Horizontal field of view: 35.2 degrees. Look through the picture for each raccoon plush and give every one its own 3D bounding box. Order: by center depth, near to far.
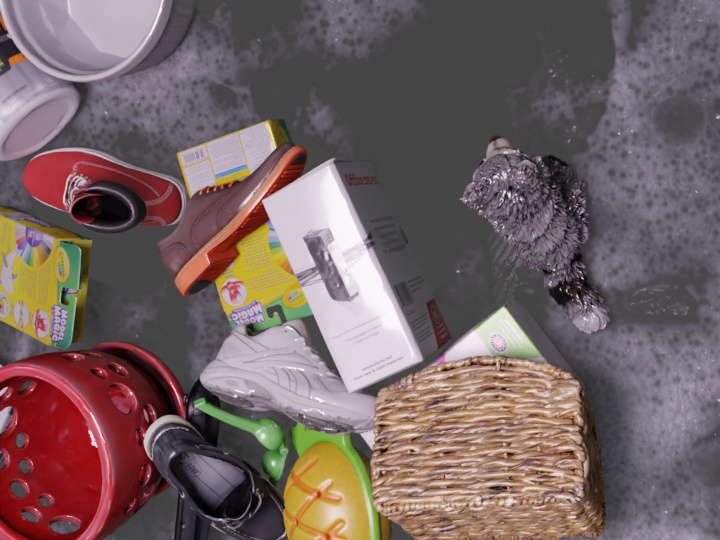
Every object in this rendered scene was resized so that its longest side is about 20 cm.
[{"bbox_3d":[0.173,-0.033,1.037,0.097,0.134,0.201,-41,83,18],"label":"raccoon plush"}]

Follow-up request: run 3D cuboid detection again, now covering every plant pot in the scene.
[{"bbox_3d":[-0.288,0.180,1.197,0.198,0.182,0.204,3,97,26],"label":"plant pot"}]

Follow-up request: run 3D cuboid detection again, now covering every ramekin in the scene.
[{"bbox_3d":[-0.265,-0.295,1.174,0.197,0.105,0.203,2,98,18],"label":"ramekin"}]

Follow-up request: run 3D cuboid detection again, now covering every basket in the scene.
[{"bbox_3d":[0.120,0.167,1.052,0.197,0.149,0.145,-7,65,18],"label":"basket"}]

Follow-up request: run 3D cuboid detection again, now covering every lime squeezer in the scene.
[{"bbox_3d":[-0.106,0.197,1.187,0.038,0.070,0.202,41,156,47],"label":"lime squeezer"}]

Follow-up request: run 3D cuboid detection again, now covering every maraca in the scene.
[{"bbox_3d":[-0.028,0.226,1.161,0.137,0.106,0.203,-28,70,49],"label":"maraca"}]

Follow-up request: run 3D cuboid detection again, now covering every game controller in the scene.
[{"bbox_3d":[-0.175,0.212,1.211,0.041,0.104,0.203,6,100,-6],"label":"game controller"}]

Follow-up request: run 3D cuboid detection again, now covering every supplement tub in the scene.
[{"bbox_3d":[-0.405,-0.230,1.223,0.122,0.122,0.201,-42,83,19],"label":"supplement tub"}]

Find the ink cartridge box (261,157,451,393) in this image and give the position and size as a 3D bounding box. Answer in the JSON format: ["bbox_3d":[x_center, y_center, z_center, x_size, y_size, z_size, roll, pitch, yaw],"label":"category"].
[{"bbox_3d":[0.000,0.000,1.096,0.083,0.144,0.202,-24,88,16],"label":"ink cartridge box"}]

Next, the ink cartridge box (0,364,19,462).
[{"bbox_3d":[-0.499,0.154,1.348,0.197,0.043,0.201,34,109,12],"label":"ink cartridge box"}]

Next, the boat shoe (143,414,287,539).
[{"bbox_3d":[-0.134,0.224,1.139,0.074,0.066,0.200,-42,118,-8],"label":"boat shoe"}]

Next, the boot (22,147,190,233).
[{"bbox_3d":[-0.297,-0.084,1.193,0.197,0.144,0.074,12,103,19],"label":"boot"}]

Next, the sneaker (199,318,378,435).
[{"bbox_3d":[-0.061,0.098,1.120,0.198,0.078,0.100,15,71,21],"label":"sneaker"}]

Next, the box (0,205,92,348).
[{"bbox_3d":[-0.356,0.005,1.239,0.199,0.048,0.119,20,105,42],"label":"box"}]

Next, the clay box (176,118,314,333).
[{"bbox_3d":[-0.107,-0.044,1.182,0.114,0.048,0.203,-16,93,21],"label":"clay box"}]

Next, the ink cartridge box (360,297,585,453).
[{"bbox_3d":[0.107,0.134,1.119,0.199,0.067,0.118,-40,85,19],"label":"ink cartridge box"}]

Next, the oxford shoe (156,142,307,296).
[{"bbox_3d":[-0.133,-0.064,1.127,0.200,0.071,0.073,-44,78,19],"label":"oxford shoe"}]
